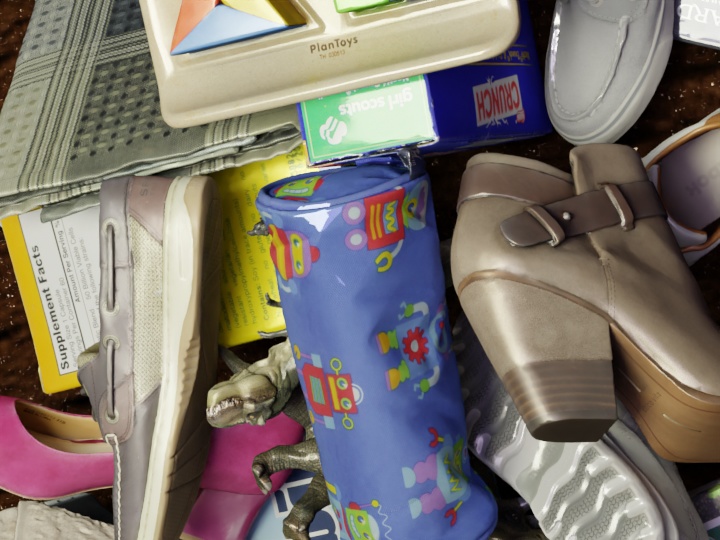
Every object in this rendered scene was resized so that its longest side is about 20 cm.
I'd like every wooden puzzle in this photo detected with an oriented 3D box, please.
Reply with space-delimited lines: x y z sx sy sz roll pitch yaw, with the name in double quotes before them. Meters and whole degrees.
"wooden puzzle" -0.034 -0.180 1.008 0.184 0.046 0.201 -11 90 22

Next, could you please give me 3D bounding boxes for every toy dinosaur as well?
"toy dinosaur" 0.000 0.000 1.075 0.199 0.047 0.088 -29 101 5
"toy dinosaur" 0.007 0.104 1.129 0.200 0.077 0.102 41 64 13

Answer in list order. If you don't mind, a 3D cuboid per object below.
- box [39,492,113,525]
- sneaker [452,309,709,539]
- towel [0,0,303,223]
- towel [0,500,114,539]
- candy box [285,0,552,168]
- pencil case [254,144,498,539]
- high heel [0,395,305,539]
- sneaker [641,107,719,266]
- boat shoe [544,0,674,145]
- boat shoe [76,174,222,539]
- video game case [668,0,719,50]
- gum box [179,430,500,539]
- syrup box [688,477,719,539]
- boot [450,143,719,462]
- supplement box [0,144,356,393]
"box" -0.142 0.242 1.182 0.200 0.104 0.149 36 119 29
"sneaker" 0.107 0.086 1.086 0.075 0.082 0.200 -46 48 23
"towel" -0.103 -0.104 1.158 0.192 0.201 0.035 -12 129 17
"towel" -0.101 0.184 1.112 0.199 0.133 0.035 16 119 -5
"candy box" 0.021 -0.157 1.104 0.077 0.169 0.201 -12 90 24
"pencil case" 0.011 0.041 1.027 0.078 0.087 0.201 4 113 44
"high heel" -0.129 0.078 1.145 0.199 0.067 0.096 22 109 -12
"sneaker" 0.134 -0.018 1.121 0.200 0.085 0.073 -43 82 18
"boat shoe" 0.127 -0.162 1.109 0.072 0.068 0.201 30 107 38
"boat shoe" -0.109 0.048 1.091 0.064 0.072 0.201 10 107 11
"video game case" 0.235 -0.203 1.108 0.142 0.019 0.201 15 99 18
"gum box" -0.016 0.163 1.204 0.199 0.045 0.171 -14 89 18
"syrup box" 0.228 0.127 1.100 0.199 0.081 0.079 -27 84 17
"boot" 0.136 0.012 1.034 0.070 0.199 0.147 -45 45 49
"supplement box" -0.076 -0.014 1.179 0.199 0.109 0.109 -15 89 18
